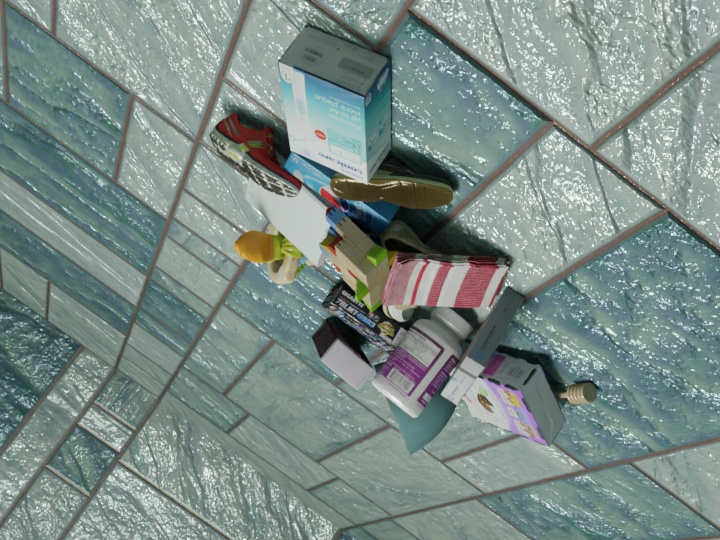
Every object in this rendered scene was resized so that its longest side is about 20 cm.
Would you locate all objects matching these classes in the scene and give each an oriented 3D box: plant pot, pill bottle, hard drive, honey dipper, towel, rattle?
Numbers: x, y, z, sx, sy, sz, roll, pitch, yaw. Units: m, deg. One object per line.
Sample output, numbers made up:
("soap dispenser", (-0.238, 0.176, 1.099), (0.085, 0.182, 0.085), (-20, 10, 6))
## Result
("plant pot", (0.126, 0.269, 1.958), (0.200, 0.133, 0.202), (157, 90, -89))
("pill bottle", (0.120, 0.164, 1.732), (0.112, 0.201, 0.112), (38, 174, 5))
("hard drive", (-0.123, -0.118, 1.645), (0.200, 0.026, 0.133), (42, 137, 20))
("honey dipper", (0.375, 0.241, 1.775), (0.038, 0.038, 0.199), (40, 155, -14))
("towel", (0.142, 0.022, 1.559), (0.197, 0.023, 0.145), (2, 146, -9))
("rattle", (-0.196, -0.049, 1.765), (0.200, 0.141, 0.132), (-136, 40, -55))

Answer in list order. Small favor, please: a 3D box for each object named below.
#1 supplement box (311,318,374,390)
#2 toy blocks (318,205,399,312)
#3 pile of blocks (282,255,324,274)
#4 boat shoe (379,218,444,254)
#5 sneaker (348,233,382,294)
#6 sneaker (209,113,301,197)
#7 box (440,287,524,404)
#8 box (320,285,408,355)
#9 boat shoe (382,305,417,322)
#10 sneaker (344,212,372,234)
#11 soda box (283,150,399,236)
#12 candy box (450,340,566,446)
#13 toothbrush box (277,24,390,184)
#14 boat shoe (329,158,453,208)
("supplement box", (-0.041, 0.180, 2.015), (0.109, 0.061, 0.200), (41, -179, -14))
("toy blocks", (-0.014, -0.025, 1.564), (0.137, 0.100, 0.200), (44, 168, 19))
("pile of blocks", (-0.113, -0.018, 1.838), (0.062, 0.083, 0.199), (41, 152, -14))
("boat shoe", (0.109, -0.006, 1.595), (0.200, 0.065, 0.072), (41, 114, -19))
("sneaker", (0.000, 0.000, 1.733), (0.078, 0.090, 0.201), (31, 153, 7))
("sneaker", (-0.171, -0.205, 1.586), (0.199, 0.085, 0.077), (38, 167, 16))
("box", (0.216, 0.138, 1.647), (0.041, 0.157, 0.201), (31, 154, 8))
("box", (0.019, 0.107, 1.875), (0.198, 0.050, 0.200), (37, 171, -4))
("boat shoe", (0.084, 0.041, 1.724), (0.068, 0.075, 0.201), (20, 155, 21))
("sneaker", (-0.031, -0.079, 1.653), (0.199, 0.078, 0.078), (-7, 132, 51))
("soda box", (-0.026, -0.149, 1.538), (0.199, 0.068, 0.064), (35, 153, -3))
("candy box", (0.279, 0.236, 1.793), (0.199, 0.072, 0.169), (16, 145, 47))
("toothbrush box", (-0.034, -0.243, 1.376), (0.145, 0.086, 0.201), (26, 154, 15))
("boat shoe", (0.052, -0.146, 1.463), (0.197, 0.066, 0.074), (8, 149, 8))
